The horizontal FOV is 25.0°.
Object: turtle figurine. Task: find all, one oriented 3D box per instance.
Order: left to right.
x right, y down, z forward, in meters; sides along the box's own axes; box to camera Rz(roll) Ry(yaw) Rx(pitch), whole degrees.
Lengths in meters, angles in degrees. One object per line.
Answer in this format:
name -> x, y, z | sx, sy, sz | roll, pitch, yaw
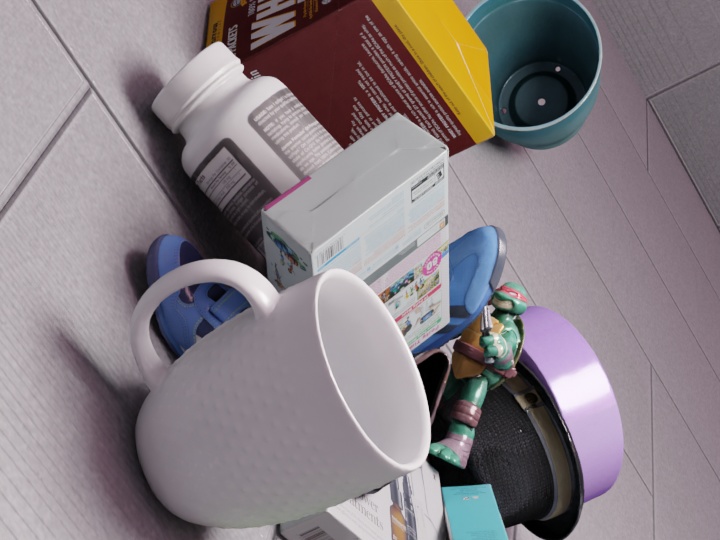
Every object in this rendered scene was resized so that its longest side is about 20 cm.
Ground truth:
turtle figurine -> 0.101, 0.073, 1.484 | 0.100, 0.202, 0.149 | 28, -4, -27

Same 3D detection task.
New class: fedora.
fedora -> 0.124, 0.176, 1.548 | 0.091, 0.200, 0.202 | -19, 82, -25

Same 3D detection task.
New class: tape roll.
tape roll -> 0.174, 0.140, 1.609 | 0.065, 0.200, 0.202 | -18, 81, -25

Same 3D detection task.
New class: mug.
mug -> -0.075, 0.081, 1.116 | 0.201, 0.174, 0.148 | 56, 23, -21

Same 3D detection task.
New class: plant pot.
plant pot -> 0.233, -0.255, 2.187 | 0.188, 0.198, 0.202 | 48, 23, -71

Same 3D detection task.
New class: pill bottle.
pill bottle -> -0.078, -0.088, 1.344 | 0.200, 0.111, 0.111 | 47, 23, 0

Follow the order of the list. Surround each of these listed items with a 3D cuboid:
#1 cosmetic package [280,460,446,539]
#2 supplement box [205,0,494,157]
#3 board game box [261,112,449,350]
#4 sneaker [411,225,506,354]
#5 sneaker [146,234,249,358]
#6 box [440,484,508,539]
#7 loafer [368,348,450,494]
cosmetic package -> 0.004, 0.192, 1.355 | 0.200, 0.051, 0.152 | 46, 26, -41
supplement box -> -0.010, -0.190, 1.519 | 0.197, 0.199, 0.134 | 49, 27, -35
board game box -> 0.000, 0.000, 1.261 | 0.064, 0.147, 0.201 | 36, -32, 31
sneaker -> 0.049, 0.027, 1.433 | 0.078, 0.200, 0.066 | 23, 39, -29
sneaker -> -0.092, 0.055, 1.234 | 0.201, 0.082, 0.074 | 60, 24, -8
box -> 0.102, 0.255, 1.398 | 0.200, 0.049, 0.083 | -99, -175, -78
loafer -> 0.032, 0.114, 1.348 | 0.072, 0.063, 0.200 | 58, 20, -12
